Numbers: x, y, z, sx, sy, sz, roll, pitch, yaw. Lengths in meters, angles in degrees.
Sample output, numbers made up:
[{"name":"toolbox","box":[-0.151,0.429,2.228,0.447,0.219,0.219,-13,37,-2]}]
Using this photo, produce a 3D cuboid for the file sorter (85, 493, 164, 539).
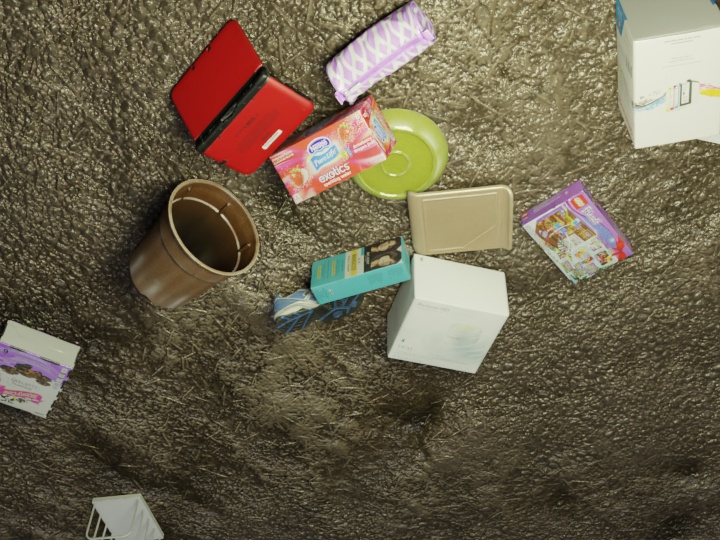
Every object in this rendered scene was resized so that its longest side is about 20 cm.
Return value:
[{"name":"file sorter","box":[-0.634,0.715,2.447,0.136,0.126,0.202,-6,132,8]}]

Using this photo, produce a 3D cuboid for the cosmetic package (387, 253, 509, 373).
[{"name":"cosmetic package","box":[0.174,0.091,1.864,0.196,0.124,0.201,11,135,-10]}]

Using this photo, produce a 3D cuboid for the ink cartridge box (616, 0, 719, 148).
[{"name":"ink cartridge box","box":[0.499,-0.329,1.476,0.142,0.148,0.202,-8,132,8]}]

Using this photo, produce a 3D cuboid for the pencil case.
[{"name":"pencil case","box":[0.031,-0.357,1.503,0.199,0.086,0.084,-33,122,26]}]

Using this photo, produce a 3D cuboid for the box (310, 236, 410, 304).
[{"name":"box","box":[0.000,0.000,1.824,0.197,0.083,0.049,-16,129,15]}]

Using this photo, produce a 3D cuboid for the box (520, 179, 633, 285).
[{"name":"box","box":[0.424,-0.071,1.781,0.136,0.039,0.200,-30,124,26]}]

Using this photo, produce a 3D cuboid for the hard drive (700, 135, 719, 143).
[{"name":"hard drive","box":[0.653,-0.310,1.572,0.130,0.026,0.202,10,131,-7]}]

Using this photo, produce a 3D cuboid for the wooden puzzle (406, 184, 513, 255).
[{"name":"wooden puzzle","box":[0.193,-0.099,1.750,0.197,0.038,0.186,-1,144,8]}]

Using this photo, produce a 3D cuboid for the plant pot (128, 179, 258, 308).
[{"name":"plant pot","box":[-0.330,-0.036,1.735,0.199,0.202,0.197,34,131,-26]}]

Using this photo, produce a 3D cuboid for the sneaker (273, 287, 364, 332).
[{"name":"sneaker","box":[-0.089,0.062,1.891,0.197,0.078,0.076,-12,137,-13]}]

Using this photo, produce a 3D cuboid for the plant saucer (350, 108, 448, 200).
[{"name":"plant saucer","box":[0.064,-0.203,1.676,0.197,0.031,0.202,0,132,1]}]

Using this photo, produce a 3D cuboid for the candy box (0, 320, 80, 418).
[{"name":"candy box","box":[-0.746,0.225,2.046,0.166,0.072,0.201,23,128,-19]}]

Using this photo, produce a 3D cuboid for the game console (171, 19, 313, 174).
[{"name":"game console","box":[-0.205,-0.292,1.567,0.171,0.120,0.200,25,129,-35]}]

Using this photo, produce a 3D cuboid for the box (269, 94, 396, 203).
[{"name":"box","box":[-0.048,-0.213,1.603,0.198,0.096,0.100,-23,108,25]}]
